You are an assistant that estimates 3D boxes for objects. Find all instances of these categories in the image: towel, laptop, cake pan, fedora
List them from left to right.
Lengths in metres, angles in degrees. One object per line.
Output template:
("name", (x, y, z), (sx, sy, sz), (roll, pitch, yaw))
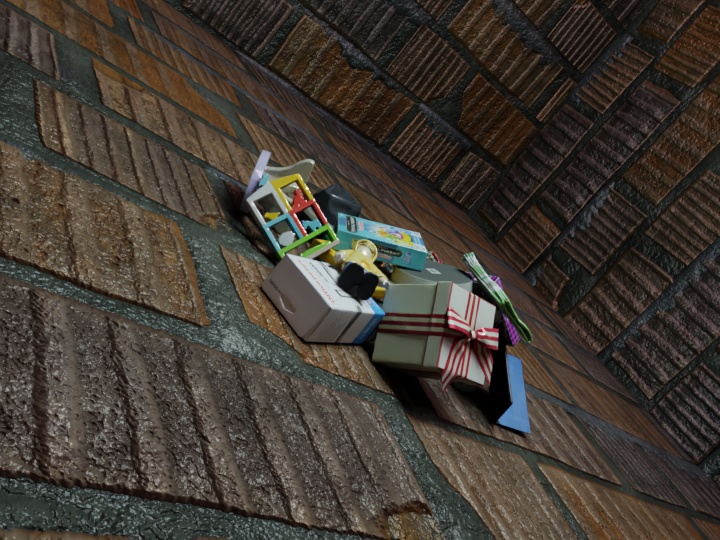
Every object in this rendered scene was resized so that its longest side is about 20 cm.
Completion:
("fedora", (-0.063, -0.154, 1.710), (0.200, 0.092, 0.201), (36, 17, -13))
("cake pan", (0.158, 0.018, 1.522), (0.199, 0.037, 0.200), (9, 16, -3))
("towel", (0.301, 0.055, 1.511), (0.149, 0.031, 0.200), (48, 7, -34))
("laptop", (0.349, 0.245, 1.560), (0.115, 0.200, 0.188), (3, 59, -6))

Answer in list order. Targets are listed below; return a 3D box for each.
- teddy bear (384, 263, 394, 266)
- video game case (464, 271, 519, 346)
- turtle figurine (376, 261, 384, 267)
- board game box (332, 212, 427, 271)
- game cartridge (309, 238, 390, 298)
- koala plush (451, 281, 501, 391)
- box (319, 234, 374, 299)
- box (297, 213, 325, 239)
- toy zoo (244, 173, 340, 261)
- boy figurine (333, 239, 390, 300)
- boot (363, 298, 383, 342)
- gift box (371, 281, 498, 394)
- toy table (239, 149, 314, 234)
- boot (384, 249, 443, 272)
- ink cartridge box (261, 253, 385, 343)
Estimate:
("teddy bear", (0.045, -0.062, 1.948), (0.145, 0.067, 0.200), (54, 11, 11))
("video game case", (0.291, 0.091, 1.738), (0.181, 0.036, 0.201), (10, -47, 46))
("turtle figurine", (0.034, -0.017, 1.692), (0.201, 0.064, 0.162), (-102, -175, -47))
("board game box", (0.040, -0.066, 1.540), (0.199, 0.047, 0.151), (14, 18, -7))
("game cartridge", (0.000, 0.000, 1.513), (0.176, 0.033, 0.200), (41, 17, 24))
("koala plush", (0.227, 0.131, 1.565), (0.183, 0.200, 0.178), (33, 18, -25))
("box", (-0.035, -0.007, 1.611), (0.117, 0.048, 0.200), (31, 16, -31))
("box", (-0.080, -0.108, 1.793), (0.200, 0.040, 0.137), (42, 17, 6))
("toy zoo", (-0.146, -0.111, 1.417), (0.201, 0.131, 0.020), (59, -25, 2))
("boy figurine", (0.006, -0.004, 1.357), (0.124, 0.065, 0.200), (32, 17, -5))
("boot", (0.046, 0.109, 1.470), (0.200, 0.073, 0.182), (35, 17, -43))
("gift box", (0.154, 0.138, 1.341), (0.186, 0.201, 0.184), (-3, -16, 43))
("toy table", (-0.185, -0.179, 1.518), (0.117, 0.184, 0.200), (21, 37, -9))
("boot", (0.132, 0.005, 1.766), (0.073, 0.154, 0.204), (37, 14, -28))
("ink cartridge box", (-0.066, 0.056, 1.293), (0.146, 0.084, 0.200), (48, 16, 25))
